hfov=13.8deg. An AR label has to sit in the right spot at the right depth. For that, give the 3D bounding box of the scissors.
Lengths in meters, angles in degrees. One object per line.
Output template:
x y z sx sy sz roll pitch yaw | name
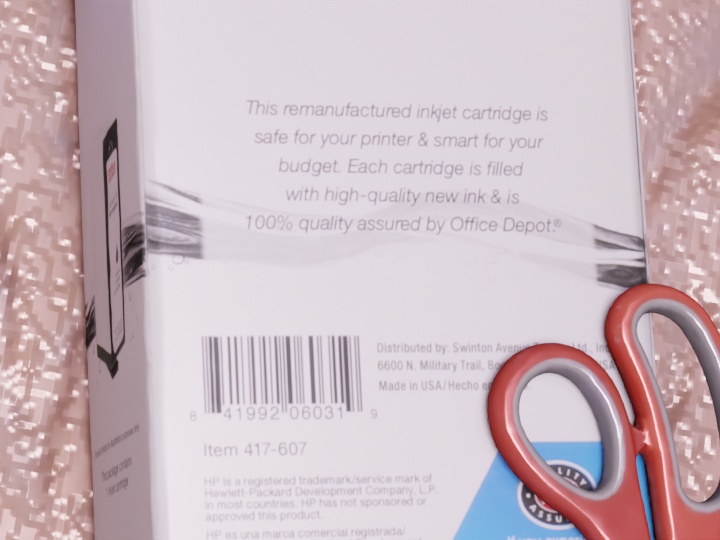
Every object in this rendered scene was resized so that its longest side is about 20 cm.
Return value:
0.089 0.103 0.795 0.073 0.014 0.200 -15 84 -23 | scissors

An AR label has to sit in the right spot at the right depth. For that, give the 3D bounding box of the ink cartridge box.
0.000 0.000 0.838 0.146 0.084 0.200 1 78 -17 | ink cartridge box
